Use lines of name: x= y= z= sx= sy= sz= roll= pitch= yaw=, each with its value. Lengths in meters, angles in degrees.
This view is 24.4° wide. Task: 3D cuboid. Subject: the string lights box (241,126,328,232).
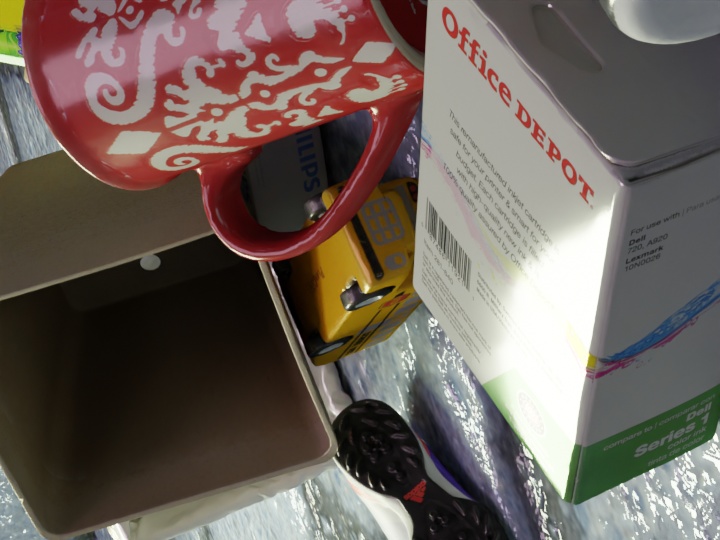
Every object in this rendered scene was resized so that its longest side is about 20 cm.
string lights box: x=-0.089 y=-0.111 z=1.158 sx=0.200 sy=0.059 sz=0.104 roll=45 pitch=150 yaw=52

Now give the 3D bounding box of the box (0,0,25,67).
box: x=-0.143 y=-0.222 z=0.951 sx=0.191 sy=0.122 sz=0.201 roll=13 pitch=135 yaw=15

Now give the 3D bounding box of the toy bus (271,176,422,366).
toy bus: x=0.000 y=0.000 z=0.990 sx=0.066 sy=0.078 sz=0.200 roll=67 pitch=162 yaw=11

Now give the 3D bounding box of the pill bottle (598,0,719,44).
pill bottle: x=0.080 y=-0.181 z=0.532 sx=0.201 sy=0.105 sz=0.106 roll=63 pitch=160 yaw=22

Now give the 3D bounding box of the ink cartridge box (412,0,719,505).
ink cartridge box: x=0.092 y=-0.026 z=0.692 sx=0.145 sy=0.083 sz=0.201 roll=56 pitch=157 yaw=36

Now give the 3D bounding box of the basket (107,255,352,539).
basket: x=-0.129 y=0.097 z=1.282 sx=0.201 sy=0.197 sz=0.161 roll=66 pitch=165 yaw=10

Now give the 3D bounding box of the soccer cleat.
soccer cleat: x=0.050 y=0.168 z=1.068 sx=0.200 sy=0.068 sz=0.073 roll=51 pitch=178 yaw=36

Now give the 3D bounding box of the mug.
mug: x=-0.037 y=-0.111 z=0.821 sx=0.199 sy=0.134 sz=0.178 roll=-12 pitch=135 yaw=36

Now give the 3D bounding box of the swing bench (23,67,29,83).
swing bench: x=-0.251 y=-0.290 z=1.326 sx=0.199 sy=0.129 sz=0.201 roll=47 pitch=151 yaw=50

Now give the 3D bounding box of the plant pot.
plant pot: x=-0.142 y=0.019 z=1.055 sx=0.178 sy=0.198 sz=0.201 roll=-102 pitch=-5 yaw=-51
